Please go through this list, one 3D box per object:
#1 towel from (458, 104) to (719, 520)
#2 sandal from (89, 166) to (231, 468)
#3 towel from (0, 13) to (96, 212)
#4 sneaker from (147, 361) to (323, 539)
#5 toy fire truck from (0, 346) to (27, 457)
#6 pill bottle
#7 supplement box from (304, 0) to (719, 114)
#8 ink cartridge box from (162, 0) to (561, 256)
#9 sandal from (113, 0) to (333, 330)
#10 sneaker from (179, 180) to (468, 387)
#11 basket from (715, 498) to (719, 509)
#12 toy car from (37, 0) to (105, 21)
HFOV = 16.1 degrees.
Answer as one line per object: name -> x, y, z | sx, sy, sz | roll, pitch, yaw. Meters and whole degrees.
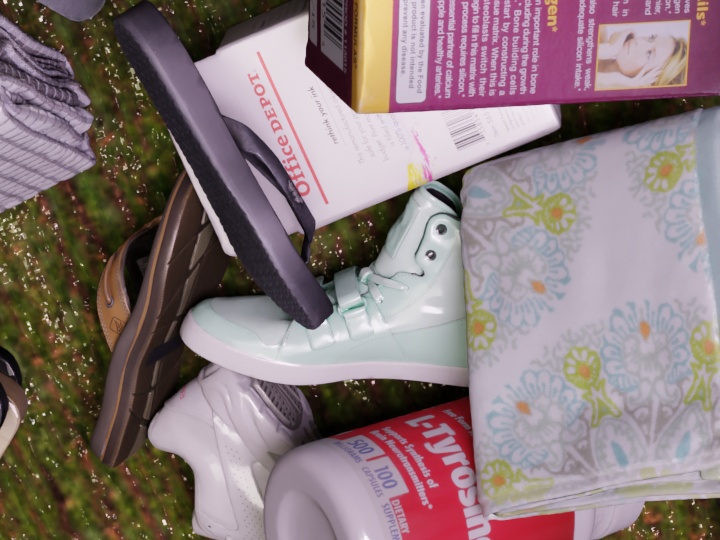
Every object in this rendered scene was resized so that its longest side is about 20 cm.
towel -> 0.129, 0.025, 1.319 | 0.171, 0.048, 0.200 | -11, 74, 34
sandal -> -0.122, 0.018, 1.456 | 0.055, 0.082, 0.200 | 28, 116, 17
towel -> -0.241, -0.071, 1.367 | 0.165, 0.200, 0.086 | -26, 83, 7
sneaker -> -0.046, 0.139, 1.489 | 0.099, 0.078, 0.200 | -34, 97, 23
toy fire truck -> -0.309, 0.106, 1.473 | 0.176, 0.129, 0.200 | 30, 97, -6
pill bottle -> 0.056, 0.129, 1.414 | 0.200, 0.112, 0.112 | -14, 110, -30
supplement box -> 0.080, -0.157, 1.288 | 0.200, 0.103, 0.131 | -3, 109, -16
ink cartridge box -> -0.002, -0.099, 1.405 | 0.200, 0.068, 0.115 | -22, 105, 9
sandal -> -0.062, -0.057, 1.353 | 0.043, 0.076, 0.200 | -32, 105, -13
sneaker -> 0.000, 0.000, 1.432 | 0.200, 0.074, 0.118 | 2, 114, -8
basket -> 0.250, 0.076, 1.414 | 0.180, 0.136, 0.200 | -34, 118, -31
toy car -> -0.225, -0.204, 1.370 | 0.200, 0.158, 0.165 | 5, 102, -26
